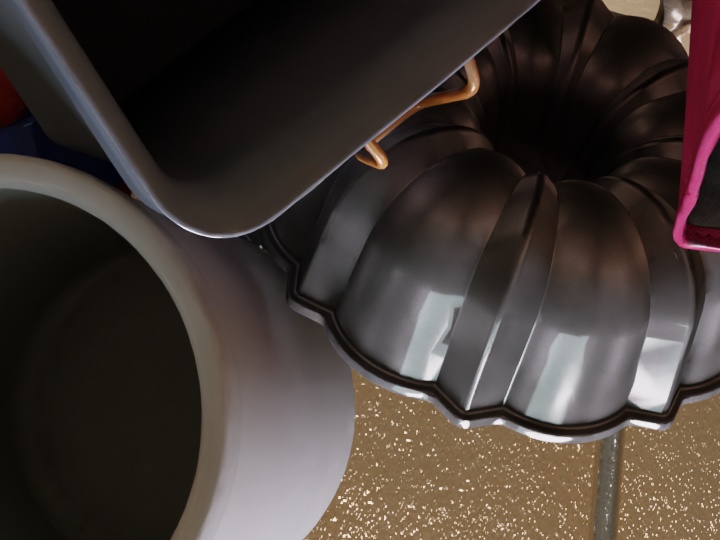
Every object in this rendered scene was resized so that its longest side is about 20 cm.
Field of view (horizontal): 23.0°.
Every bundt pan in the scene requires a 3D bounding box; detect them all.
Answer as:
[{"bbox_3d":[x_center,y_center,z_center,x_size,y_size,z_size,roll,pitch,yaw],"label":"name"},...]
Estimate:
[{"bbox_3d":[0.066,-0.037,0.661,0.202,0.202,0.076,6,137,-11],"label":"bundt pan"}]

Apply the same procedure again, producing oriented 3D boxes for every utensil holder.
[{"bbox_3d":[-0.098,0.053,0.663,0.170,0.170,0.200,3,177,15],"label":"utensil holder"}]

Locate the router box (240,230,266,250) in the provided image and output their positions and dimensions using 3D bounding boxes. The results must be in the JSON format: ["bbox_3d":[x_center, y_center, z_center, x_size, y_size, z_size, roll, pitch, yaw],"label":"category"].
[{"bbox_3d":[-0.014,-0.058,1.032,0.150,0.062,0.200,-10,-134,-36],"label":"router box"}]

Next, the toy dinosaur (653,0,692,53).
[{"bbox_3d":[0.180,-0.137,0.696,0.200,0.086,0.136,-5,169,40],"label":"toy dinosaur"}]

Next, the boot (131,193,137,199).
[{"bbox_3d":[-0.190,-0.082,0.938,0.155,0.200,0.074,-7,158,25],"label":"boot"}]

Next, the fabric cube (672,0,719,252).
[{"bbox_3d":[0.178,-0.107,0.407,0.196,0.200,0.200,3,174,7],"label":"fabric cube"}]

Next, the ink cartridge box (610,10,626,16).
[{"bbox_3d":[0.108,-0.094,0.866,0.160,0.047,0.200,14,-161,-3],"label":"ink cartridge box"}]

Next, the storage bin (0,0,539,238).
[{"bbox_3d":[-0.034,-0.107,0.592,0.134,0.200,0.146,12,138,59],"label":"storage bin"}]

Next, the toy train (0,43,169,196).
[{"bbox_3d":[-0.126,-0.083,0.753,0.200,0.116,0.085,-14,138,26],"label":"toy train"}]
